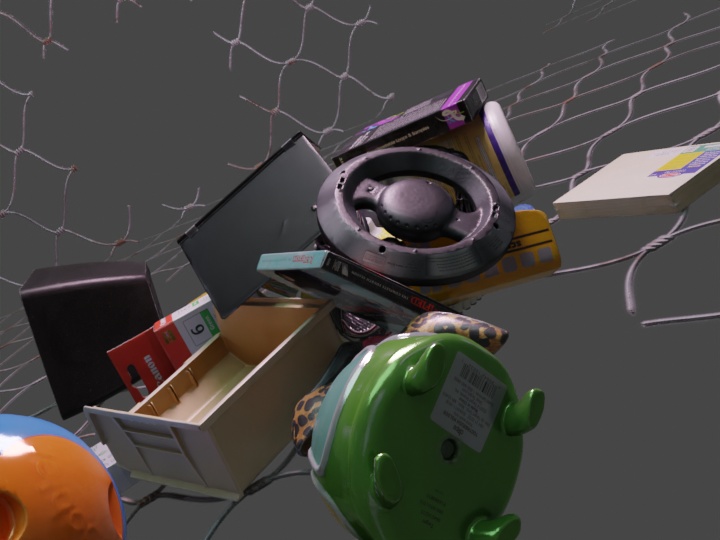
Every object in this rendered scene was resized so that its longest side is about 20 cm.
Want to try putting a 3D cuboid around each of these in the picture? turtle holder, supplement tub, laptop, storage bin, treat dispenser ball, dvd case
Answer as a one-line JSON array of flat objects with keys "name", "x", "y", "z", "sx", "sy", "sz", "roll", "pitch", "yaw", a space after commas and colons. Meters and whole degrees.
[{"name": "turtle holder", "x": 0.032, "y": 0.135, "z": 0.673, "sx": 0.140, "sy": 0.187, "sz": 0.131, "roll": 3, "pitch": -4, "yaw": -34}, {"name": "supplement tub", "x": 0.129, "y": -0.132, "z": 1.393, "sx": 0.199, "sy": 0.146, "sz": 0.145, "roll": -24, "pitch": 14, "yaw": 11}, {"name": "laptop", "x": -0.098, "y": -0.051, "z": 1.128, "sx": 0.187, "sy": 0.116, "sz": 0.200, "roll": -40, "pitch": -5, "yaw": 5}, {"name": "storage bin", "x": -0.141, "y": 0.119, "z": 1.005, "sx": 0.198, "sy": 0.094, "sz": 0.200, "roll": 0, "pitch": 33, "yaw": 41}, {"name": "treat dispenser ball", "x": -0.287, "y": 0.215, "z": 0.786, "sx": 0.200, "sy": 0.202, "sz": 0.201, "roll": -25, "pitch": 14, "yaw": 7}, {"name": "dvd case", "x": 0.013, "y": 0.029, "z": 0.976, "sx": 0.146, "sy": 0.199, "sz": 0.022, "roll": -1, "pitch": 68, "yaw": 60}]

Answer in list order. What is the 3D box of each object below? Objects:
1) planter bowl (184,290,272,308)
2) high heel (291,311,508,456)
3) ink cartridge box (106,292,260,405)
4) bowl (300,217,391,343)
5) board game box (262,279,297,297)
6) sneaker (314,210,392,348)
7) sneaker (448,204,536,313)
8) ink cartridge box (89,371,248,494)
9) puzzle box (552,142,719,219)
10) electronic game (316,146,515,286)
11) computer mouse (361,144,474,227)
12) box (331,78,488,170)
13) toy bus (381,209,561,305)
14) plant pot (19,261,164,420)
[{"name": "planter bowl", "x": -0.189, "y": 0.071, "z": 1.373, "sx": 0.200, "sy": 0.084, "sz": 0.200, "roll": -25, "pitch": 14, "yaw": 6}, {"name": "high heel", "x": 0.033, "y": 0.109, "z": 0.892, "sx": 0.199, "sy": 0.072, "sz": 0.143, "roll": -15, "pitch": 29, "yaw": 36}, {"name": "ink cartridge box", "x": -0.201, "y": 0.100, "z": 1.236, "sx": 0.199, "sy": 0.109, "sz": 0.050, "roll": -29, "pitch": 13, "yaw": -8}, {"name": "bowl", "x": 0.000, "y": 0.000, "z": 1.233, "sx": 0.199, "sy": 0.108, "sz": 0.200, "roll": -26, "pitch": 14, "yaw": 7}, {"name": "board game box", "x": -0.123, "y": 0.004, "z": 1.296, "sx": 0.200, "sy": 0.095, "sz": 0.030, "roll": 139, "pitch": 152, "yaw": -83}, {"name": "sneaker", "x": -0.018, "y": -0.004, "z": 1.124, "sx": 0.080, "sy": 0.201, "sz": 0.075, "roll": -22, "pitch": -28, "yaw": 5}, {"name": "sneaker", "x": 0.134, "y": -0.029, "z": 1.127, "sx": 0.200, "sy": 0.089, "sz": 0.078, "roll": -36, "pitch": 18, "yaw": -33}, {"name": "ink cartridge box", "x": -0.214, "y": 0.178, "z": 1.129, "sx": 0.200, "sy": 0.039, "sz": 0.099, "roll": -33, "pitch": 16, "yaw": -18}, {"name": "puzzle box", "x": 0.334, "y": -0.103, "z": 1.160, "sx": 0.133, "sy": 0.026, "sz": 0.200, "roll": -32, "pitch": 15, "yaw": -22}, {"name": "electronic game", "x": 0.055, "y": -0.058, "z": 0.992, "sx": 0.199, "sy": 0.042, "sz": 0.201, "roll": 2, "pitch": 44, "yaw": -2}, {"name": "computer mouse", "x": 0.056, "y": -0.093, "z": 1.312, "sx": 0.199, "sy": 0.141, "sz": 0.046, "roll": -4, "pitch": 0, "yaw": 26}, {"name": "box", "x": 0.069, "y": -0.195, "z": 1.356, "sx": 0.199, "sy": 0.036, "sz": 0.143, "roll": -19, "pitch": 16, "yaw": 23}, {"name": "toy bus", "x": 0.100, "y": -0.009, "z": 1.038, "sx": 0.199, "sy": 0.079, "sz": 0.065, "roll": -16, "pitch": -9, "yaw": -7}, {"name": "plant pot", "x": -0.391, "y": 0.082, "z": 1.515, "sx": 0.177, "sy": 0.201, "sz": 0.199, "roll": -18, "pitch": 12, "yaw": -9}]
